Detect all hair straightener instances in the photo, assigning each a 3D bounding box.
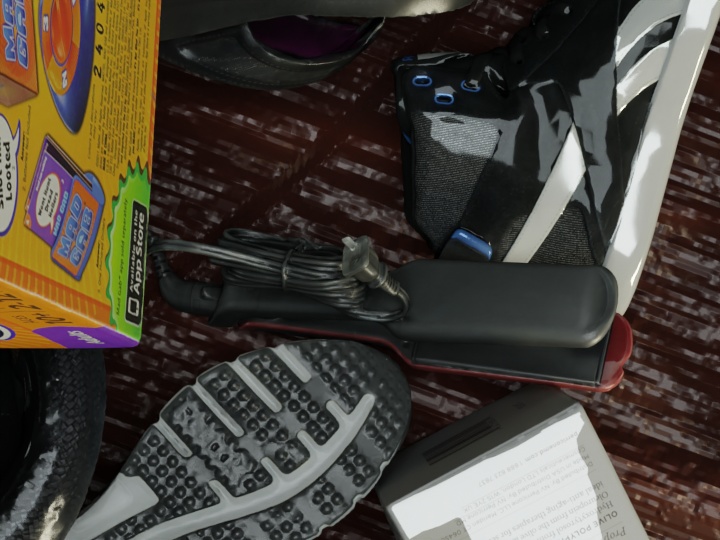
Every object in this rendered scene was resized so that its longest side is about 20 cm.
[{"bbox_3d":[0.000,0.000,0.948,0.200,0.077,0.041,11,62,19],"label":"hair straightener"}]

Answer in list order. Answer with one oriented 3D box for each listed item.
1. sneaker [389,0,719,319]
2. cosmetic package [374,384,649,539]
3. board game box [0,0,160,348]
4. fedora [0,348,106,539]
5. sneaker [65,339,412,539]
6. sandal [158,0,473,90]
[{"bbox_3d":[0.071,-0.088,0.959,0.112,0.073,0.200,14,94,-4],"label":"sneaker"},{"bbox_3d":[0.084,0.151,0.956,0.085,0.108,0.200,-28,95,-2],"label":"cosmetic package"},{"bbox_3d":[-0.190,-0.088,0.810,0.200,0.200,0.200,0,79,15],"label":"board game box"},{"bbox_3d":[-0.182,0.054,0.939,0.200,0.092,0.201,-3,76,11],"label":"fedora"},{"bbox_3d":[-0.066,0.093,0.963,0.200,0.080,0.074,-36,83,2],"label":"sneaker"},{"bbox_3d":[-0.054,-0.096,0.965,0.200,0.075,0.048,-4,118,5],"label":"sandal"}]
